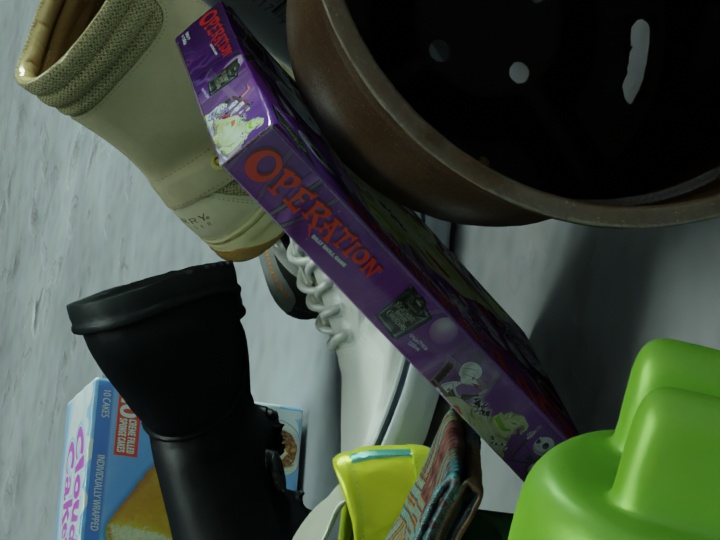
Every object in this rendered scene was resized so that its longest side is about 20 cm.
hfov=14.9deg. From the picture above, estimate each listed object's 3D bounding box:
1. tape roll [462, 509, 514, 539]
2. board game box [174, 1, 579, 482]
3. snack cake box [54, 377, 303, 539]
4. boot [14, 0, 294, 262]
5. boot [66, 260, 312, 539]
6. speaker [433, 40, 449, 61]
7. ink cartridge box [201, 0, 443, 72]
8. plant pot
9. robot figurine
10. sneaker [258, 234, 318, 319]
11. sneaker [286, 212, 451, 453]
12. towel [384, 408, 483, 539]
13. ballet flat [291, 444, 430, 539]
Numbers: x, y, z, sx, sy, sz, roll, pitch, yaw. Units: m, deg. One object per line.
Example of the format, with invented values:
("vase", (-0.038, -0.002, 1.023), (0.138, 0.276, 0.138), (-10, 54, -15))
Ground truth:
("tape roll", (0.048, 0.191, 1.023), (0.200, 0.048, 0.202), (-170, 90, -73))
("board game box", (0.010, -0.005, 1.031), (0.032, 0.200, 0.120), (-37, 29, 12))
("snack cake box", (-0.097, 0.164, 1.395), (0.067, 0.114, 0.201), (142, 134, -66))
("boot", (-0.056, -0.126, 1.266), (0.201, 0.155, 0.073), (-56, 32, -9))
("boot", (-0.070, 0.086, 1.283), (0.200, 0.076, 0.169), (35, -142, -84))
("speaker", (0.024, -0.189, 1.247), (0.081, 0.081, 0.201), (123, 151, -53))
("ink cartridge box", (-0.058, -0.160, 1.126), (0.057, 0.162, 0.201), (-39, 50, 14))
("plant pot", (0.063, -0.099, 0.915), (0.198, 0.199, 0.202), (143, 134, -77))
("robot figurine", (0.090, 0.126, 0.801), (0.176, 0.115, 0.201), (-79, 3, -72))
("sneaker", (-0.031, -0.067, 1.381), (0.079, 0.073, 0.201), (115, 157, -55))
("sneaker", (0.000, 0.000, 1.239), (0.073, 0.070, 0.201), (147, 131, -68))
("towel", (-0.007, 0.150, 0.999), (0.201, 0.022, 0.147), (-64, 2, 6))
("ballet flat", (-0.012, 0.161, 1.198), (0.067, 0.067, 0.201), (-114, 36, -60))
